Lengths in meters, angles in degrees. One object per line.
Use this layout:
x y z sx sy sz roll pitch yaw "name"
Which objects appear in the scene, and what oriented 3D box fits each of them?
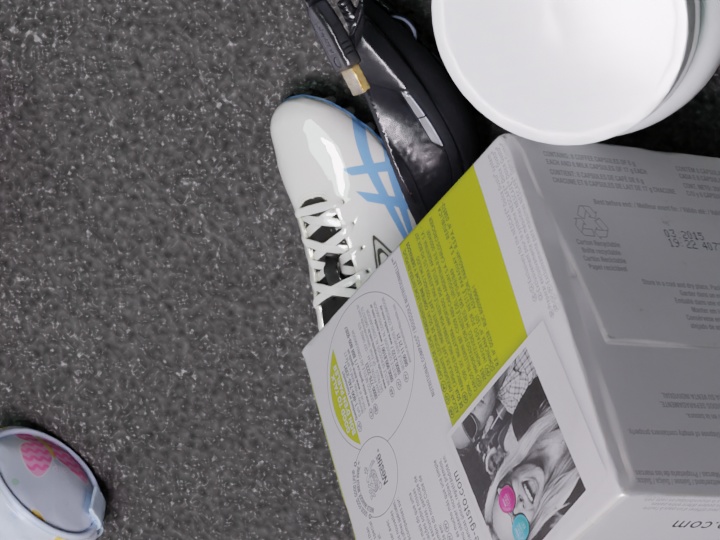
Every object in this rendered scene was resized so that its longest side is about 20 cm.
0.021 -0.100 1.515 0.046 0.140 0.201 -19 103 11 "computer mouse"
-0.235 0.181 1.739 0.091 0.083 0.200 40 117 -3 "pencil case"
0.120 -0.147 1.421 0.144 0.200 0.145 7 112 17 "supplement tub"
0.000 0.000 1.590 0.072 0.072 0.201 -13 105 36 "sneaker"
0.120 0.077 1.446 0.198 0.199 0.201 -48 49 41 "coffee box"
